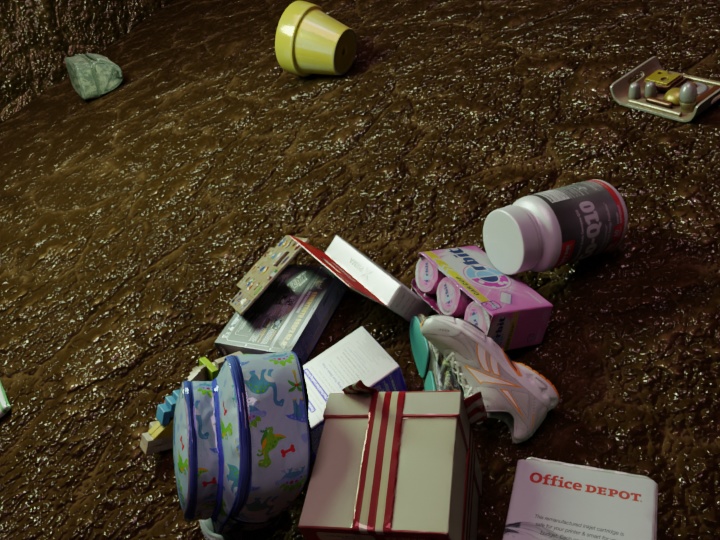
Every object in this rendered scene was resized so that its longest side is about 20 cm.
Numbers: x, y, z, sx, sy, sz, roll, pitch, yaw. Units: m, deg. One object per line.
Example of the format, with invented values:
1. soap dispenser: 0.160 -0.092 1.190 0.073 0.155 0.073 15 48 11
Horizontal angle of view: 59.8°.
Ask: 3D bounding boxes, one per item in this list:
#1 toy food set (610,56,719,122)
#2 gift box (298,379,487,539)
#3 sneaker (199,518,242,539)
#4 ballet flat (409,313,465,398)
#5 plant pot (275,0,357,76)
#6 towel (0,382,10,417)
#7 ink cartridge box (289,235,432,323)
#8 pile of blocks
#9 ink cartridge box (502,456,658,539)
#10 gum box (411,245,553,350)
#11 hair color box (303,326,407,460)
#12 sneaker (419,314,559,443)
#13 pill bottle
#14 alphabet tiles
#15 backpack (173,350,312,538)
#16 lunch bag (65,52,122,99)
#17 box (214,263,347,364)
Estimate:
1. toy food set: 0.622 -0.371 1.239 0.142 0.061 0.200 -34 40 -15
2. gift box: 0.048 0.230 0.692 0.180 0.203 0.189 -1 40 15
3. sneaker: -0.156 0.278 0.822 0.112 0.076 0.201 -21 41 -6
4. ballet flat: 0.114 0.143 0.878 0.071 0.073 0.202 -16 39 6
5. plant pot: -0.118 -0.660 1.827 0.186 0.203 0.202 23 53 22
6. towel: -0.739 0.278 1.131 0.199 0.024 0.152 -38 42 -21
7. ink cartridge box: 0.000 0.000 1.000 0.045 0.175 0.199 -55 43 3
8. pile of blocks: -0.269 0.190 0.971 0.199 0.083 0.062 -41 43 -23
9. ink cartridge box: 0.213 0.303 0.616 0.144 0.084 0.202 2 45 27
10. gum box: 0.172 0.035 0.930 0.111 0.067 0.200 -5 31 -27
11. hair color box: -0.043 0.180 0.895 0.198 0.066 0.109 -31 40 -15
12. sneaker: 0.150 0.137 0.790 0.198 0.076 0.093 35 76 9
13. pill bottle: 0.292 -0.063 0.944 0.196 0.116 0.114 -16 35 -23
14. alphabet tiles: -0.173 0.002 1.123 0.168 0.008 0.199 -49 18 -10
15. backpack: -0.137 0.194 0.713 0.144 0.201 0.186 2 57 -25
16. lunch bag: -1.006 -0.747 2.376 0.165 0.142 0.199 -21 35 -28
17. box: -0.132 0.074 1.071 0.155 0.049 0.202 4 45 28
